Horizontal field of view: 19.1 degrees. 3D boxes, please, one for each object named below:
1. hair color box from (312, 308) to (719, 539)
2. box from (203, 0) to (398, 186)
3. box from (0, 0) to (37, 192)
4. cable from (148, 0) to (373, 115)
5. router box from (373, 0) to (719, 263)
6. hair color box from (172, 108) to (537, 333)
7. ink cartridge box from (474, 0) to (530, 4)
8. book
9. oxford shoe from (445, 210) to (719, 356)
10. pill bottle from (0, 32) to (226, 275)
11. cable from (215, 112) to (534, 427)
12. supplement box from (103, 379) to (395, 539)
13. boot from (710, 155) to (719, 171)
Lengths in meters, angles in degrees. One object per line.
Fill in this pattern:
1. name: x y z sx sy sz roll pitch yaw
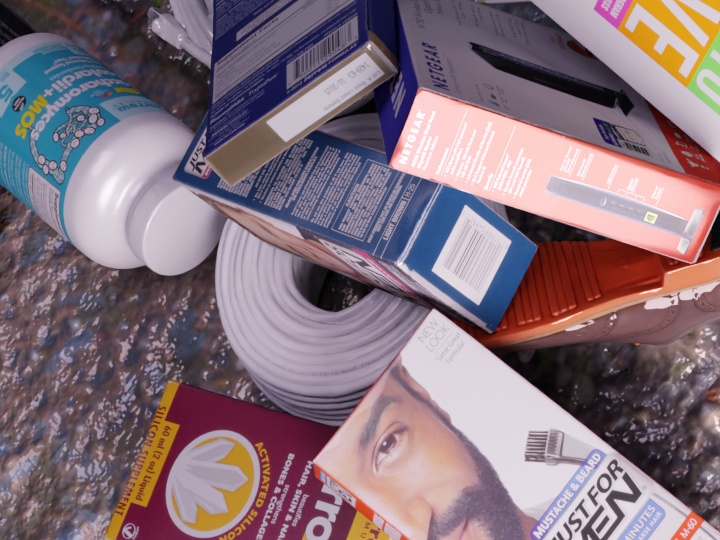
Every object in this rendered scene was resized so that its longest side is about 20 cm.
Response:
1. hair color box: 0.084 0.128 1.169 0.200 0.064 0.111 37 80 8
2. box: -0.035 -0.146 1.243 0.121 0.032 0.201 -33 34 22
3. box: -0.360 -0.103 1.548 0.195 0.117 0.201 -2 66 30
4. cable: -0.041 -0.197 1.390 0.200 0.069 0.200 44 130 16
5. router box: 0.098 -0.089 1.208 0.200 0.178 0.049 -100 29 -65
6. hair color box: -0.006 -0.034 1.239 0.199 0.100 0.061 22 80 44
7. ink cartridge box: 0.183 -0.199 1.282 0.199 0.145 0.048 2 112 33
8. book: 0.183 -0.159 1.168 0.200 0.048 0.134 42 131 21
9. oxford shoe: 0.140 0.023 1.229 0.199 0.073 0.071 -16 41 14
10. pill bottle: -0.177 -0.074 1.452 0.200 0.111 0.111 36 88 37
11. cable: 0.000 0.000 1.338 0.199 0.069 0.201 -20 59 21
12. supplement box: -0.040 0.149 1.281 0.199 0.086 0.111 13 74 34
13. boot: 0.249 -0.122 1.201 0.199 0.144 0.073 -30 58 17
